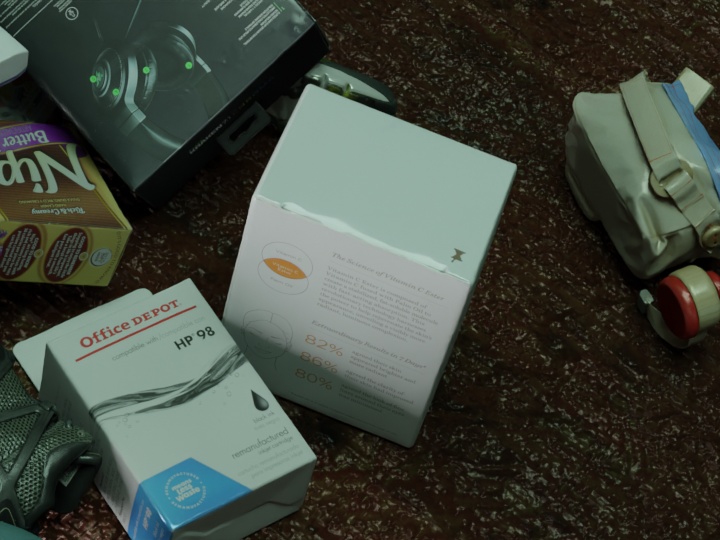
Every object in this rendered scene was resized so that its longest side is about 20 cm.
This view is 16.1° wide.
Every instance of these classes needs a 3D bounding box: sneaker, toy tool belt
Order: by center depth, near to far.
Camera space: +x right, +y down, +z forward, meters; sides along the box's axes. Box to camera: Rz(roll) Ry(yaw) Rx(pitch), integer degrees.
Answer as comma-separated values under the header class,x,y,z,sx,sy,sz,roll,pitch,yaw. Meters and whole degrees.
class,x,y,z,sx,sy,sz,roll,pitch,yaw
sneaker,-0.230,0.094,1.641,0.114,0.076,0.200,11,43,-22
toy tool belt,0.238,-0.054,1.824,0.122,0.125,0.201,-20,62,-15
sneaker,-0.065,-0.157,1.855,0.199,0.075,0.085,17,52,0

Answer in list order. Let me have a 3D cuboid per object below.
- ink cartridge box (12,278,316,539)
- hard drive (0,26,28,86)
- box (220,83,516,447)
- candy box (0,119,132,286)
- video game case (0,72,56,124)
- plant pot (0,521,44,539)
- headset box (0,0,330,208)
class,x,y,z,sx,sy,sz,roll,pitch,yaw
ink cartridge box,-0.133,0.087,1.669,0.115,0.067,0.200,-25,64,-26
hard drive,-0.338,-0.172,1.709,0.200,0.025,0.132,41,51,23
box,0.000,0.000,1.679,0.151,0.200,0.107,22,53,2
candy box,-0.264,-0.049,1.692,0.199,0.057,0.117,3,38,-35
video game case,-0.291,-0.176,1.849,0.181,0.023,0.201,25,53,6
plant pot,-0.239,0.225,1.489,0.199,0.202,0.135,-1,19,-14
headset box,-0.142,-0.167,1.770,0.174,0.093,0.200,-43,81,0
